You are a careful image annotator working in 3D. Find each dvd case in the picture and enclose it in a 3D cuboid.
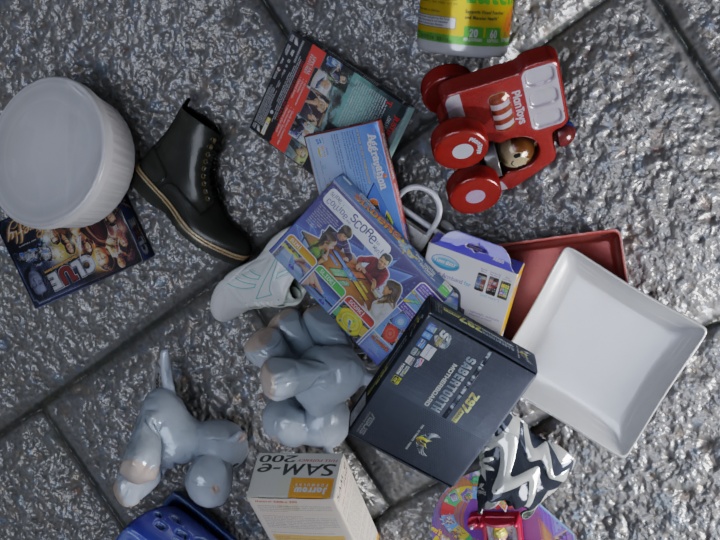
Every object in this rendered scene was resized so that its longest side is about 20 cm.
[{"bbox_3d":[-0.040,-0.192,1.512,0.199,0.022,0.147,36,113,24],"label":"dvd case"}]

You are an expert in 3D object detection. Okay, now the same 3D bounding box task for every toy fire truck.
[{"bbox_3d":[0.168,-0.166,1.412,0.166,0.113,0.201,-14,142,9],"label":"toy fire truck"}]

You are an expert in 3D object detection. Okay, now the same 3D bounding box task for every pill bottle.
[{"bbox_3d":[0.127,-0.356,1.394,0.109,0.111,0.203,9,107,15],"label":"pill bottle"}]

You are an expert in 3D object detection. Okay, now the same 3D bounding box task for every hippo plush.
[{"bbox_3d":[-0.058,0.151,1.593,0.197,0.160,0.162,2,130,-6],"label":"hippo plush"},{"bbox_3d":[-0.242,0.251,1.673,0.159,0.202,0.160,20,152,-8],"label":"hippo plush"}]

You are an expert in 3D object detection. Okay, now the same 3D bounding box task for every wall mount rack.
[{"bbox_3d":[0.020,-0.047,1.536,0.173,0.075,0.201,35,112,2],"label":"wall mount rack"}]

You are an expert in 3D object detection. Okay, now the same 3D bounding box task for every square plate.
[{"bbox_3d":[0.291,0.100,1.473,0.197,0.028,0.202,31,111,8],"label":"square plate"}]

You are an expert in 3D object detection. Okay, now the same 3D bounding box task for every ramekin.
[{"bbox_3d":[-0.389,-0.149,1.592,0.200,0.094,0.206,-4,81,27],"label":"ramekin"}]

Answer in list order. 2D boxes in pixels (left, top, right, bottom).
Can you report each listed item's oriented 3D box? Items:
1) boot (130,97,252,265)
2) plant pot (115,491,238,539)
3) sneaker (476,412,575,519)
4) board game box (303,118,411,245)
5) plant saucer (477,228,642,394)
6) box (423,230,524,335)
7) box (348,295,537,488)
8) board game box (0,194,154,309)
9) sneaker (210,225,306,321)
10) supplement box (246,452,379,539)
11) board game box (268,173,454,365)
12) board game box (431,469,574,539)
[{"bbox_3d":[-0.199,-0.116,1.585,0.199,0.077,0.139,38,107,3],"label":"boot"},{"bbox_3d":[-0.265,0.449,1.697,0.199,0.180,0.201,38,111,4],"label":"plant pot"},{"bbox_3d":[0.164,0.242,1.543,0.198,0.079,0.130,35,84,-4],"label":"sneaker"},{"bbox_3d":[0.002,-0.079,1.480,0.102,0.019,0.203,-8,104,24],"label":"board game box"},{"bbox_3d":[0.245,0.054,1.509,0.197,0.037,0.203,-7,101,19],"label":"plant saucer"},{"bbox_3d":[0.127,0.044,1.490,0.118,0.041,0.202,20,117,12],"label":"box"},{"bbox_3d":[0.099,0.151,1.463,0.156,0.051,0.201,29,114,-12],"label":"box"},{"bbox_3d":[-0.403,-0.044,1.686,0.198,0.035,0.137,-22,97,21],"label":"board game box"},{"bbox_3d":[-0.124,0.021,1.582,0.200,0.070,0.081,-38,73,30],"label":"sneaker"},{"bbox_3d":[-0.060,0.332,1.613,0.124,0.074,0.201,-2,136,17],"label":"supplement box"},{"bbox_3d":[0.000,0.000,1.475,0.200,0.034,0.135,47,116,1],"label":"board game box"},{"bbox_3d":[0.185,0.370,1.610,0.200,0.039,0.159,41,112,4],"label":"board game box"}]
